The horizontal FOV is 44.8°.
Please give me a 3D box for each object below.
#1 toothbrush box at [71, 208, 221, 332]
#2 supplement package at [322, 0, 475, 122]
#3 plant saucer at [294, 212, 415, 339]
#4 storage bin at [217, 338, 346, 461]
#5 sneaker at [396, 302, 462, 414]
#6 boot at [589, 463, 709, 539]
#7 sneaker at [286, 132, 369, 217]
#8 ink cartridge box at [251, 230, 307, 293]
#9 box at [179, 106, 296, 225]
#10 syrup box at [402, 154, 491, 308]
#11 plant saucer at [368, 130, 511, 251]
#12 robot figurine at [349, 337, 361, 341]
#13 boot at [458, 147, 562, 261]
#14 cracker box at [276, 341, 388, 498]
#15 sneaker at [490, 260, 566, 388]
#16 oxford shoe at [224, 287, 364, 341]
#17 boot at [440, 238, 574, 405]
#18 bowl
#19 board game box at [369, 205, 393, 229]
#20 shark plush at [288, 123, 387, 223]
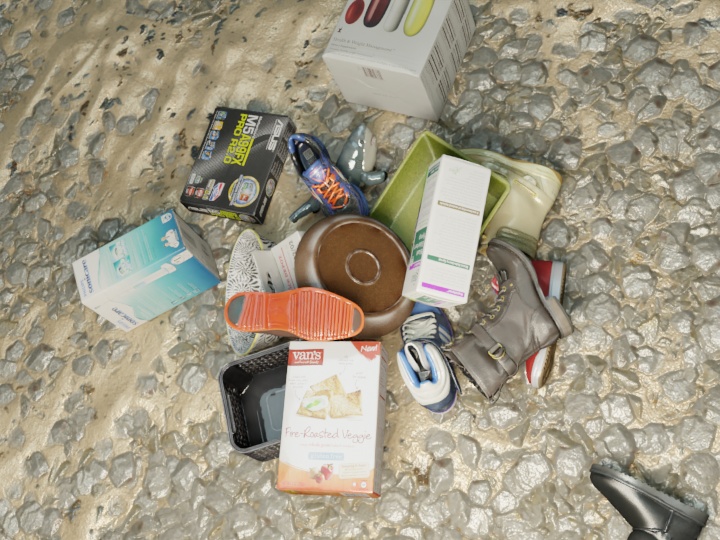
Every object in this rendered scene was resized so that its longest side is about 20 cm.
[{"bbox_3d":[-0.360,0.004,1.484,0.198,0.147,0.086,-29,61,5],"label":"toothbrush box"},{"bbox_3d":[0.071,-0.398,1.516,0.189,0.147,0.203,17,75,23],"label":"supplement package"},{"bbox_3d":[0.000,0.000,1.289,0.197,0.032,0.204,8,64,-17],"label":"plant saucer"},{"bbox_3d":[-0.095,0.186,1.284,0.197,0.094,0.137,-18,67,6],"label":"storage bin"},{"bbox_3d":[0.093,0.106,1.295,0.079,0.147,0.203,-16,64,10],"label":"sneaker"},{"bbox_3d":[0.344,0.379,1.152,0.163,0.066,0.202,22,80,26],"label":"boot"},{"bbox_3d":[-0.061,-0.144,1.412,0.075,0.078,0.201,-43,73,9],"label":"sneaker"},{"bbox_3d":[-0.063,0.005,1.344,0.067,0.199,0.117,-30,74,34],"label":"ink cartridge box"},{"bbox_3d":[-0.220,-0.192,1.579,0.158,0.044,0.203,11,72,22],"label":"box"},{"bbox_3d":[0.124,-0.053,1.264,0.080,0.079,0.204,15,80,-10],"label":"syrup box"},{"bbox_3d":[0.121,-0.089,1.374,0.199,0.048,0.202,39,99,36],"label":"plant saucer"},{"bbox_3d":[-0.048,0.189,1.355,0.143,0.058,0.202,23,77,24],"label":"robot figurine"},{"bbox_3d":[0.206,-0.104,1.394,0.197,0.073,0.158,17,75,21],"label":"boot"},{"bbox_3d":[-0.035,0.199,1.183,0.131,0.058,0.204,-2,70,13],"label":"cracker box"},{"bbox_3d":[0.240,0.074,1.305,0.110,0.072,0.203,8,63,16],"label":"sneaker"},{"bbox_3d":[-0.087,0.062,1.228,0.196,0.073,0.073,6,81,12],"label":"oxford shoe"},{"bbox_3d":[0.187,0.068,1.243,0.173,0.069,0.201,-33,62,-3],"label":"boot"},{"bbox_3d":[-0.146,0.038,1.411,0.093,0.201,0.204,5,62,-26],"label":"bowl"},{"bbox_3d":[0.059,-0.075,1.455,0.199,0.019,0.103,-38,61,-1],"label":"board game box"},{"bbox_3d":[-0.047,-0.161,1.491,0.199,0.083,0.092,-34,42,16],"label":"shark plush"}]
